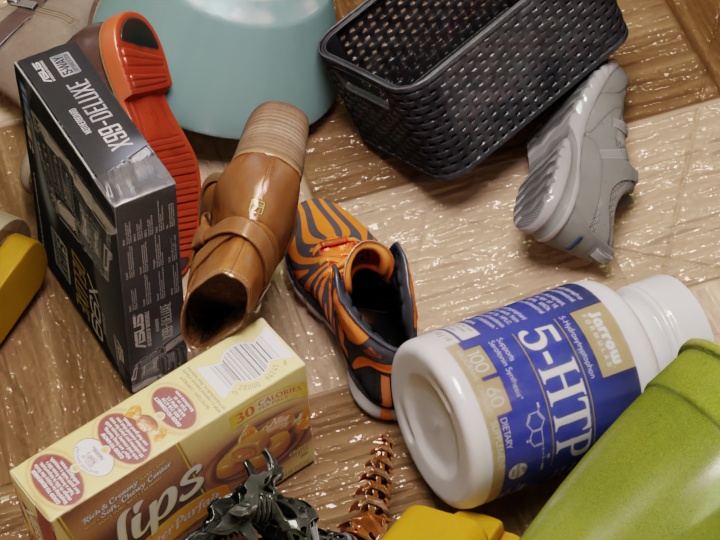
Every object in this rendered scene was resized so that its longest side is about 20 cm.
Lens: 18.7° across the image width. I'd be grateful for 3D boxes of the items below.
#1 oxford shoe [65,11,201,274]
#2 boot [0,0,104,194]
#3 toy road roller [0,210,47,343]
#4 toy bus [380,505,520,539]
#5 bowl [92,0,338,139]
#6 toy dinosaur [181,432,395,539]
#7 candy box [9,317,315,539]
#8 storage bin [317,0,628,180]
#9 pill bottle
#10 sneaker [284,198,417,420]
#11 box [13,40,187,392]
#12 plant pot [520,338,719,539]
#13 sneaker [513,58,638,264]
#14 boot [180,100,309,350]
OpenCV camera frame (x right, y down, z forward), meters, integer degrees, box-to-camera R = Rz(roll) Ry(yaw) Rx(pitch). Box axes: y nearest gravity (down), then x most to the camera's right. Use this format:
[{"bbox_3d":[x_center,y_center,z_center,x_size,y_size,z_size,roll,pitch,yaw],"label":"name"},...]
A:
[{"bbox_3d":[-0.172,-0.087,1.628,0.072,0.071,0.200,-13,86,33],"label":"oxford shoe"},{"bbox_3d":[-0.253,-0.147,1.714,0.146,0.070,0.200,21,50,21],"label":"boot"},{"bbox_3d":[-0.324,0.004,1.542,0.123,0.146,0.200,20,55,18],"label":"toy road roller"},{"bbox_3d":[0.029,0.215,1.369,0.065,0.078,0.200,12,38,31],"label":"toy bus"},{"bbox_3d":[-0.100,-0.205,1.689,0.201,0.105,0.201,12,42,-11],"label":"bowl"},{"bbox_3d":[-0.040,0.192,1.424,0.136,0.102,0.200,38,42,-6],"label":"toy dinosaur"},{"bbox_3d":[-0.127,0.129,1.450,0.200,0.116,0.055,-31,55,-20],"label":"candy box"},{"bbox_3d":[0.086,-0.175,1.660,0.200,0.094,0.135,-39,37,-16],"label":"storage bin"},{"bbox_3d":[0.133,0.074,1.473,0.200,0.120,0.120,-19,52,-21],"label":"pill bottle"},{"bbox_3d":[0.000,0.000,1.549,0.077,0.112,0.200,-21,53,-14],"label":"sneaker"},{"bbox_3d":[-0.179,-0.035,1.532,0.050,0.200,0.158,-23,54,-20],"label":"box"},{"bbox_3d":[0.192,0.179,1.350,0.193,0.200,0.200,-36,57,-10],"label":"plant pot"},{"bbox_3d":[0.172,-0.078,1.646,0.082,0.075,0.200,36,47,-14],"label":"sneaker"},{"bbox_3d":[-0.090,-0.005,1.505,0.074,0.200,0.155,15,54,-1],"label":"boot"}]
